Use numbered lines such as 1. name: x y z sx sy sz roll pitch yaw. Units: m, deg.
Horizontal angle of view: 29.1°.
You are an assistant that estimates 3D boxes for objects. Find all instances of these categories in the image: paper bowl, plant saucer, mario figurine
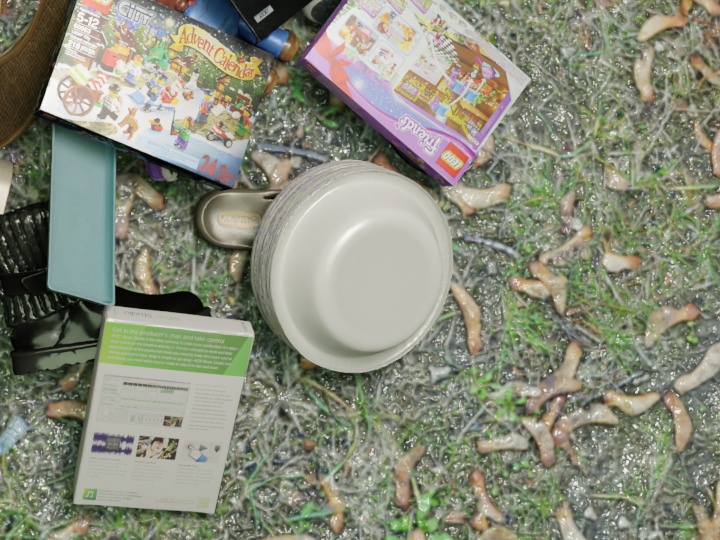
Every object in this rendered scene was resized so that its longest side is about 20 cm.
1. paper bowl: 0.000 0.000 1.349 0.198 0.104 0.204 -7 106 -25
2. plant saucer: -0.260 -0.062 1.285 0.069 0.019 0.203 18 54 -37
3. mario figurine: -0.163 -0.260 1.396 0.199 0.106 0.124 36 45 -16

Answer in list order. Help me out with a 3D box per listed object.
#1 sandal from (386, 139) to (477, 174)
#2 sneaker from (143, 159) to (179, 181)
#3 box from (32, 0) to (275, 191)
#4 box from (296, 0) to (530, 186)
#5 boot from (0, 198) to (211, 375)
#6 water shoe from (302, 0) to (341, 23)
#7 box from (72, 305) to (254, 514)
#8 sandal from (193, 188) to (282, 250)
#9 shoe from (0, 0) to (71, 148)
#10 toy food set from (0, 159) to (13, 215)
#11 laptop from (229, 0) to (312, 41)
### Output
1. sandal: 0.043 -0.174 1.427 0.075 0.048 0.200 -45 95 -9
2. sneaker: -0.235 -0.174 1.377 0.083 0.081 0.202 -27 82 6
3. box: -0.192 -0.175 1.304 0.198 0.038 0.139 21 81 -24
4. box: 0.054 -0.199 1.378 0.199 0.039 0.138 39 82 -14
5. boot: -0.252 0.004 1.333 0.208 0.079 0.160 -11 93 -21
6. water shoe: 0.011 -0.328 1.431 0.199 0.072 0.079 -34 71 -14
7. box: -0.190 0.135 1.323 0.142 0.036 0.203 7 114 -18
8. sandal: -0.068 -0.056 1.397 0.197 0.055 0.083 2 86 -10
9. shoe: -0.315 -0.196 1.347 0.070 0.053 0.200 42 107 4
10. toy food set: -0.428 -0.026 1.338 0.142 0.060 0.203 14 85 -20
11. laptop: -0.127 -0.331 1.358 0.177 0.198 0.104 -44 139 -35
